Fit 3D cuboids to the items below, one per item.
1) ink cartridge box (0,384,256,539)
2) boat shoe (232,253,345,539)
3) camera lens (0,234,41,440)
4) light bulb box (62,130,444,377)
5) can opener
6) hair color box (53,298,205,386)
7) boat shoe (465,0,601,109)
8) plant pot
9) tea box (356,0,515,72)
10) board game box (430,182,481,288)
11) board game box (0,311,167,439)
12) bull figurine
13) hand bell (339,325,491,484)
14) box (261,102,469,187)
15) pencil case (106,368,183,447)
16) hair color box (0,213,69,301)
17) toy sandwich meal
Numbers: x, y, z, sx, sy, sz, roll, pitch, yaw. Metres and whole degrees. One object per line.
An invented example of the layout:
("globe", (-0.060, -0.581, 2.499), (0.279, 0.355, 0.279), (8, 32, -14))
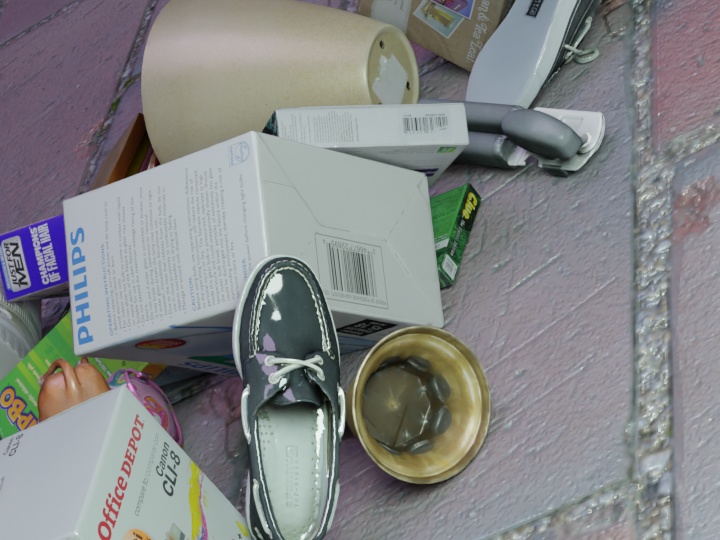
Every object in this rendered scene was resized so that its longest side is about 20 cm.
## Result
("ink cartridge box", (-0.162, 0.206, 1.343), (0.145, 0.200, 0.145), (-26, 30, 25))
("boat shoe", (-0.042, 0.087, 1.364), (0.076, 0.200, 0.060), (-5, -3, -13))
("camera lens", (-0.364, 0.061, 1.864), (0.160, 0.160, 0.200), (-35, 27, 9))
("light bulb box", (-0.079, -0.005, 1.538), (0.200, 0.198, 0.125), (-17, 72, 38))
("can opener", (0.108, -0.112, 1.635), (0.200, 0.066, 0.053), (8, 65, 49))
("hair color box", (-0.175, 0.047, 1.760), (0.200, 0.061, 0.099), (-17, 34, 35))
("boat shoe", (0.154, -0.193, 1.707), (0.074, 0.068, 0.200), (22, 88, 48))
("plant pot", (-0.056, -0.159, 1.831), (0.200, 0.187, 0.187), (-2, 43, 30))
("tea box", (0.108, -0.312, 1.775), (0.197, 0.134, 0.200), (-57, -10, -31))
("board game box", (0.000, 0.000, 1.654), (0.200, 0.023, 0.105), (-20, 30, 34))
("board game box", (-0.236, 0.092, 1.715), (0.200, 0.030, 0.096), (-42, 57, 22))
("bull figurine", (-0.194, 0.157, 1.521), (0.065, 0.200, 0.121), (-10, 8, -13))
("hand bell", (-0.003, 0.096, 1.464), (0.104, 0.104, 0.200), (-50, 17, -21))
("box", (-0.012, -0.081, 1.594), (0.200, 0.144, 0.036), (131, 135, -70))
("pencil case", (-0.236, 0.158, 1.638), (0.200, 0.087, 0.087), (-34, 27, 8))
("hair color box", (-0.204, -0.028, 1.800), (0.200, 0.065, 0.109), (-18, -6, 26))
("toy sandwich meal", (-0.205, -0.102, 1.940), (0.205, 0.070, 0.205), (-158, 90, -83))
